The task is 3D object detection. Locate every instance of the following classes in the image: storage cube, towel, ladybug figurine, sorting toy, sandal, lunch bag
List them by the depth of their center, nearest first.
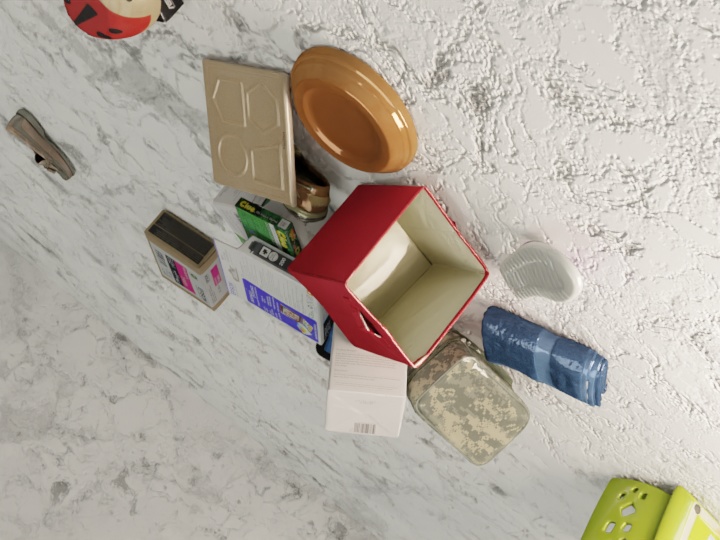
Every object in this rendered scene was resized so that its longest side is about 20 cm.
[{"bbox_3d":[0.232,-0.006,1.136,0.083,0.049,0.202,57,167,-7],"label":"sandal"},{"bbox_3d":[-0.336,-0.360,1.174,0.136,0.072,0.199,45,156,-21],"label":"ladybug figurine"},{"bbox_3d":[0.038,0.001,1.250,0.171,0.201,0.179,48,161,-25],"label":"storage cube"},{"bbox_3d":[-0.156,-0.202,1.291,0.198,0.036,0.189,22,123,40],"label":"sorting toy"},{"bbox_3d":[0.268,0.127,1.318,0.197,0.049,0.113,25,153,29],"label":"towel"},{"bbox_3d":[0.160,0.187,1.460,0.199,0.139,0.168,42,-173,-24],"label":"lunch bag"}]

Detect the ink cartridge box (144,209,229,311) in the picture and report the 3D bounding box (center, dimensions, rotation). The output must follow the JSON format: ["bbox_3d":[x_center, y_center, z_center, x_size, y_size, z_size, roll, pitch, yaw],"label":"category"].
[{"bbox_3d":[-0.377,-0.019,1.975,0.163,0.075,0.201,32,155,18],"label":"ink cartridge box"}]

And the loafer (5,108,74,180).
[{"bbox_3d":[-0.738,-0.276,2.056,0.071,0.063,0.202,16,148,39],"label":"loafer"}]

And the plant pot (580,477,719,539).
[{"bbox_3d":[0.487,0.470,1.439,0.200,0.200,0.181,44,150,-13],"label":"plant pot"}]

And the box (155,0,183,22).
[{"bbox_3d":[-0.342,-0.435,1.198,0.159,0.049,0.201,23,154,36],"label":"box"}]

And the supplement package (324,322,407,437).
[{"bbox_3d":[0.012,0.137,1.394,0.118,0.203,0.121,5,141,0],"label":"supplement package"}]

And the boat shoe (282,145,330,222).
[{"bbox_3d":[-0.114,-0.159,1.349,0.199,0.075,0.075,41,131,18],"label":"boat shoe"}]

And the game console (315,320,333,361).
[{"bbox_3d":[0.004,0.095,1.562,0.197,0.119,0.172,24,154,29],"label":"game console"}]

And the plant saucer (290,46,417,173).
[{"bbox_3d":[-0.016,-0.198,1.162,0.198,0.038,0.201,32,155,16],"label":"plant saucer"}]

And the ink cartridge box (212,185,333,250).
[{"bbox_3d":[-0.129,-0.078,1.485,0.197,0.085,0.147,14,148,43],"label":"ink cartridge box"}]

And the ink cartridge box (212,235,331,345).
[{"bbox_3d":[-0.140,0.023,1.467,0.197,0.044,0.199,27,155,12],"label":"ink cartridge box"}]

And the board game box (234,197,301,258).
[{"bbox_3d":[-0.135,-0.032,1.440,0.104,0.024,0.201,29,156,23],"label":"board game box"}]
